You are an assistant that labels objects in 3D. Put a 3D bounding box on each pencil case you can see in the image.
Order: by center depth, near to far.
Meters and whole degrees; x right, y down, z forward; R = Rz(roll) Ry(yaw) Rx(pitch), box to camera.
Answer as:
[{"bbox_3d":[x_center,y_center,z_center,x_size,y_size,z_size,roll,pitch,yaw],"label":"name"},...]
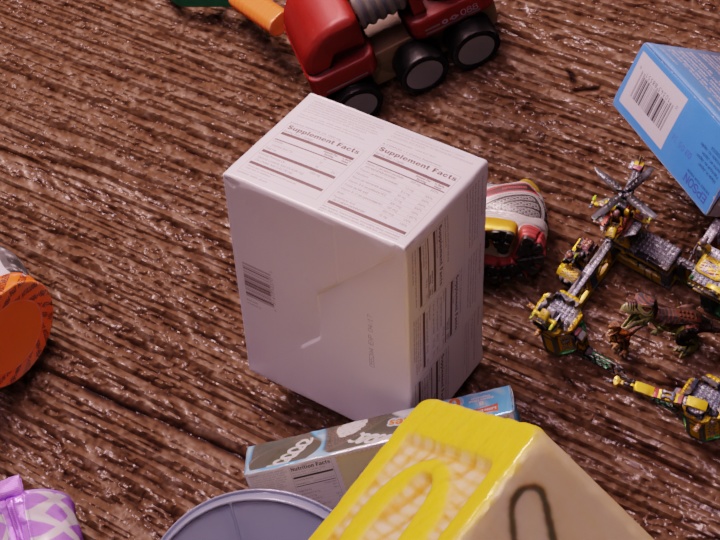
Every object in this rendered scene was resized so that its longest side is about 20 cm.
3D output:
[{"bbox_3d":[-0.239,0.262,1.097,0.083,0.086,0.201,-23,58,4],"label":"pencil case"}]

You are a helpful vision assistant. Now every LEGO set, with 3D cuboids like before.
[{"bbox_3d":[0.219,0.019,1.074,0.154,0.116,0.200,-45,60,-10],"label":"LEGO set"}]

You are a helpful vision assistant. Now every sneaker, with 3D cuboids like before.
[{"bbox_3d":[0.056,-0.039,1.187,0.198,0.078,0.083,5,50,14],"label":"sneaker"}]

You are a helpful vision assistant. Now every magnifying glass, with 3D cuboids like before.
[{"bbox_3d":[-0.123,-0.260,1.345,0.080,0.022,0.200,-44,46,-5],"label":"magnifying glass"}]

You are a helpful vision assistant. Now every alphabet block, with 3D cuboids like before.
[{"bbox_3d":[0.083,0.222,0.917,0.200,0.196,0.196,44,76,-14],"label":"alphabet block"}]

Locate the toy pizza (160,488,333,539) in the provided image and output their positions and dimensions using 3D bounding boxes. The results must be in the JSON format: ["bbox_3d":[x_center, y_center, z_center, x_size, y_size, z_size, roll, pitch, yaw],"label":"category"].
[{"bbox_3d":[-0.064,0.254,1.044,0.198,0.032,0.202,1,94,13],"label":"toy pizza"}]

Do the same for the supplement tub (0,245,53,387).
[{"bbox_3d":[-0.365,0.017,1.240,0.199,0.123,0.123,23,71,25],"label":"supplement tub"}]

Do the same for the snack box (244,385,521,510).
[{"bbox_3d":[0.027,0.161,1.057,0.198,0.117,0.037,-14,27,8],"label":"snack box"}]

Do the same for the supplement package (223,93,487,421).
[{"bbox_3d":[0.000,0.000,1.078,0.155,0.201,0.111,24,49,26],"label":"supplement package"}]

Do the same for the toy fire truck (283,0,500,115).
[{"bbox_3d":[0.021,-0.225,1.211,0.175,0.200,0.129,-25,58,2],"label":"toy fire truck"}]

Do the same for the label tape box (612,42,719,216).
[{"bbox_3d":[0.314,-0.102,1.113,0.198,0.064,0.145,2,39,-30],"label":"label tape box"}]
